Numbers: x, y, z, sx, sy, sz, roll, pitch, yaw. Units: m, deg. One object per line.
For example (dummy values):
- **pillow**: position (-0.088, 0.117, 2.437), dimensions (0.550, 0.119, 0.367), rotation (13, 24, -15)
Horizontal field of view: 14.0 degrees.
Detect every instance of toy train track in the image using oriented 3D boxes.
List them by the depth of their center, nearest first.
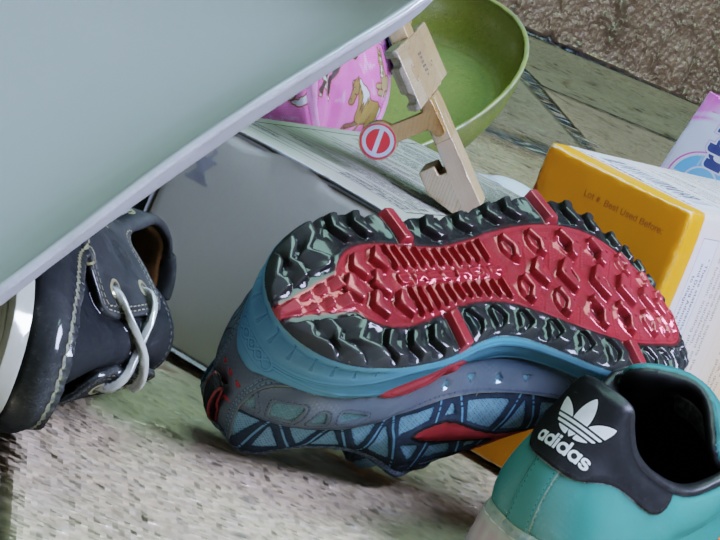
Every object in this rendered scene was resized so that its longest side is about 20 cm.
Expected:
- **toy train track**: position (-0.007, -0.111, 1.095), dimensions (0.115, 0.032, 0.200), rotation (-56, 124, -79)

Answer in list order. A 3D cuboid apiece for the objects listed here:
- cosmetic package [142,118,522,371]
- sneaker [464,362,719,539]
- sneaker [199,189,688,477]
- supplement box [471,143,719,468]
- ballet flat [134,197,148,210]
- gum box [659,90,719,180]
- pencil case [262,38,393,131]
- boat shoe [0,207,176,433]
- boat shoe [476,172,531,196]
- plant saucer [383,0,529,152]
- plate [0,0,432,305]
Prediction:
- **cosmetic package**: position (0.000, 0.000, 1.154), dimensions (0.103, 0.087, 0.200), rotation (30, 11, 23)
- **sneaker**: position (0.113, 0.077, 1.017), dimensions (0.071, 0.080, 0.200), rotation (34, 13, 28)
- **sneaker**: position (0.026, 0.027, 1.032), dimensions (0.200, 0.096, 0.079), rotation (3, 53, -39)
- **supplement box**: position (0.128, 0.027, 1.196), dimensions (0.073, 0.126, 0.200), rotation (28, 10, 32)
- **ballet flat**: position (-0.061, -0.027, 1.247), dimensions (0.066, 0.057, 0.200), rotation (26, 10, 8)
- **gum box**: position (0.201, 0.012, 1.387), dimensions (0.113, 0.066, 0.200), rotation (27, -20, 20)
- **pencil case**: position (-0.082, -0.104, 1.371), dimensions (0.200, 0.083, 0.087), rotation (8, 43, 31)
- **boat shoe**: position (-0.091, 0.010, 0.940), dimensions (0.067, 0.072, 0.200), rotation (19, 9, -5)
- **boat shoe**: position (0.013, -0.031, 1.415), dimensions (0.066, 0.070, 0.200), rotation (4, 20, -42)
- **plant saucer**: position (-0.014, -0.084, 1.429), dimensions (0.199, 0.031, 0.200), rotation (-9, 30, 5)
- **plate**: position (-0.106, -0.076, 0.906), dimensions (0.199, 0.200, 0.032), rotation (37, -29, 34)
